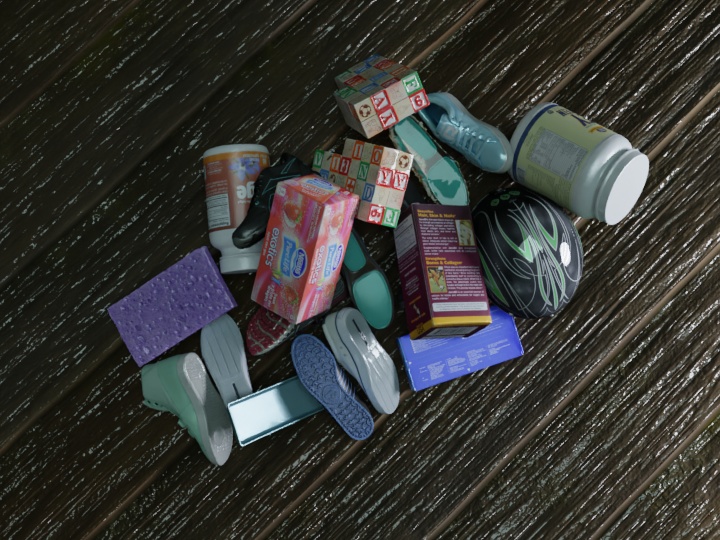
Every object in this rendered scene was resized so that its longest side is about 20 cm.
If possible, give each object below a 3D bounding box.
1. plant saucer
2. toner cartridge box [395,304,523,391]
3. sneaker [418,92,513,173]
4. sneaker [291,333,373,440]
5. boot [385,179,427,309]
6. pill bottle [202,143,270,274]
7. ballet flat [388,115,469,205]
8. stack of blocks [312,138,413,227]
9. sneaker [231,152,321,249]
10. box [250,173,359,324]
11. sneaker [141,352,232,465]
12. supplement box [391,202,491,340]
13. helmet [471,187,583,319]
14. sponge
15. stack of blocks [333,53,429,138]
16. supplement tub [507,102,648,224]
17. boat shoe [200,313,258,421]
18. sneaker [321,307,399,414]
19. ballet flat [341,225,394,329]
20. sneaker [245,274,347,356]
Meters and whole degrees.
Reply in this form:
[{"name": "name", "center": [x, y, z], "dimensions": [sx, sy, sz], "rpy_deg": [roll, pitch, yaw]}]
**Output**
[{"name": "plant saucer", "center": [-0.135, 0.220, 1.660], "dimensions": [0.199, 0.019, 0.071], "rpy_deg": [-18, 88, -47]}, {"name": "toner cartridge box", "center": [0.167, 0.128, 1.737], "dimensions": [0.197, 0.043, 0.096], "rpy_deg": [-17, 87, -6]}, {"name": "sneaker", "center": [0.164, -0.224, 1.705], "dimensions": [0.200, 0.081, 0.075], "rpy_deg": [43, 126, 30]}, {"name": "sneaker", "center": [-0.048, 0.195, 1.699], "dimensions": [0.070, 0.078, 0.201], "rpy_deg": [-33, 86, -6]}, {"name": "boot", "center": [0.065, -0.058, 1.714], "dimensions": [0.164, 0.065, 0.201], "rpy_deg": [-39, 94, -34]}, {"name": "pill bottle", "center": [-0.196, -0.099, 1.686], "dimensions": [0.110, 0.112, 0.203], "rpy_deg": [-5, 88, -5]}, {"name": "ballet flat", "center": [0.118, -0.181, 1.742], "dimensions": [0.075, 0.064, 0.201], "rpy_deg": [-33, 92, -5]}, {"name": "stack of blocks", "center": [-0.005, -0.148, 1.653], "dimensions": [0.058, 0.199, 0.117], "rpy_deg": [10, 97, -34]}, {"name": "sneaker", "center": [-0.147, -0.110, 1.623], "dimensions": [0.079, 0.075, 0.200], "rpy_deg": [46, 53, -5]}, {"name": "box", "center": [-0.085, -0.035, 1.582], "dimensions": [0.094, 0.102, 0.202], "rpy_deg": [27, 115, 24]}, {"name": "sneaker", "center": [-0.288, 0.231, 1.690], "dimensions": [0.117, 0.074, 0.203], "rpy_deg": [-10, 110, 29]}, {"name": "supplement box", "center": [0.127, 0.002, 1.637], "dimensions": [0.109, 0.086, 0.203], "rpy_deg": [0, 71, -25]}, {"name": "helmet", "center": [0.270, -0.026, 1.676], "dimensions": [0.197, 0.191, 0.202], "rpy_deg": [-10, 124, -15]}, {"name": "sponge", "center": [-0.308, 0.059, 1.679], "dimensions": [0.199, 0.030, 0.112], "rpy_deg": [-32, 87, 11]}, {"name": "stack of blocks", "center": [0.019, -0.287, 1.670], "dimensions": [0.114, 0.200, 0.059], "rpy_deg": [-29, 115, -6]}, {"name": "supplement tub", "center": [0.354, -0.174, 1.684], "dimensions": [0.199, 0.145, 0.146], "rpy_deg": [33, 83, 32]}, {"name": "boat shoe", "center": [-0.218, 0.167, 1.690], "dimensions": [0.071, 0.062, 0.202], "rpy_deg": [-13, 70, -14]}, {"name": "sneaker", "center": [0.001, 0.150, 1.711], "dimensions": [0.073, 0.070, 0.202], "rpy_deg": [-39, 112, -40]}, {"name": "ballet flat", "center": [0.000, 0.000, 1.695], "dimensions": [0.072, 0.073, 0.202], "rpy_deg": [-28, 103, -6]}, {"name": "sneaker", "center": [-0.105, 0.077, 1.705], "dimensions": [0.199, 0.075, 0.081], "rpy_deg": [-39, 48, 5]}]
